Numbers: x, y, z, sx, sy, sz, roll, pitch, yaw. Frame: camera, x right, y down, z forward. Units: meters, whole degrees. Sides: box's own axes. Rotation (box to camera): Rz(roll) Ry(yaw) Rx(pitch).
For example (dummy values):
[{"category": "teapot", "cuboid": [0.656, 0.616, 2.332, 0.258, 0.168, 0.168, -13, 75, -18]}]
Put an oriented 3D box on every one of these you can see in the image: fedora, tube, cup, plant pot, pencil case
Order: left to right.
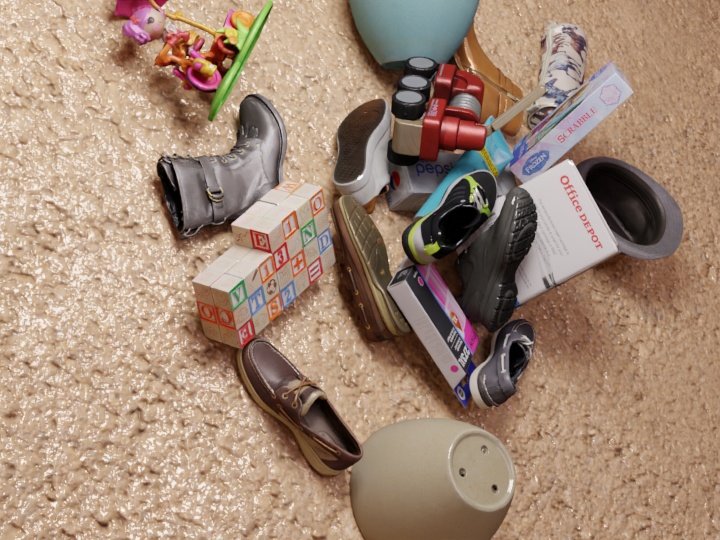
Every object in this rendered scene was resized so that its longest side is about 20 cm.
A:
[{"category": "plant pot", "cuboid": [0.077, -0.365, 1.780, 0.200, 0.200, 0.135, 2, 90, -34]}, {"category": "cup", "cuboid": [0.108, 0.264, 1.499, 0.200, 0.143, 0.201, 15, 60, -28]}, {"category": "tube", "cuboid": [0.147, -0.123, 1.701, 0.200, 0.050, 0.077, -51, 131, -28]}, {"category": "pencil case", "cuboid": [0.319, -0.309, 1.973, 0.089, 0.078, 0.200, 41, 48, -36]}, {"category": "fedora", "cuboid": [0.394, -0.082, 1.903, 0.200, 0.090, 0.177, 25, 54, -14]}]

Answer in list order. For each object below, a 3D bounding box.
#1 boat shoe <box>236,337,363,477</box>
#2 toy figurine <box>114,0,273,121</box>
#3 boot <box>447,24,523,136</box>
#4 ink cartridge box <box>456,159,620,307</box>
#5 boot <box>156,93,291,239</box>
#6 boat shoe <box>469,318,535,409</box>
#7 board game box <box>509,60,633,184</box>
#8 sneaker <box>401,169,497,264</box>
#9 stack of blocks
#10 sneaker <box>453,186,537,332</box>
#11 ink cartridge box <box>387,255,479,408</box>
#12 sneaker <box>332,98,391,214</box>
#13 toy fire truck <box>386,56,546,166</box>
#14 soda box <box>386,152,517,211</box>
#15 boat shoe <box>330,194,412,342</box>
[{"category": "boat shoe", "cuboid": [-0.068, 0.158, 1.477, 0.072, 0.072, 0.200, -35, 89, -40]}, {"category": "toy figurine", "cuboid": [-0.234, -0.305, 1.566, 0.184, 0.150, 0.200, 26, 50, -7]}, {"category": "boot", "cuboid": [0.191, -0.312, 1.886, 0.155, 0.077, 0.200, 19, 60, -24]}, {"category": "ink cartridge box", "cuboid": [0.242, -0.042, 1.703, 0.146, 0.200, 0.084, 64, 13, 8]}, {"category": "boot", "cuboid": [-0.178, -0.138, 1.553, 0.174, 0.069, 0.200, -2, 71, -36]}, {"category": "boat shoe", "cuboid": [0.213, 0.123, 1.671, 0.073, 0.063, 0.200, 61, 34, -12]}, {"category": "board game box", "cuboid": [0.307, -0.219, 1.792, 0.041, 0.199, 0.200, 47, 16, -5]}, {"category": "sneaker", "cuboid": [0.137, -0.068, 1.603, 0.200, 0.083, 0.072, -45, 110, -36]}, {"category": "stack of blocks", "cuboid": [-0.118, -0.011, 1.497, 0.200, 0.059, 0.115, -44, 138, -40]}, {"category": "sneaker", "cuboid": [0.173, -0.020, 1.631, 0.091, 0.200, 0.076, 25, 18, 29]}, {"category": "ink cartridge box", "cuboid": [0.109, 0.076, 1.620, 0.200, 0.037, 0.095, 59, 28, -16]}, {"category": "sneaker", "cuboid": [0.008, -0.156, 1.705, 0.200, 0.073, 0.085, -73, 147, -42]}, {"category": "toy fire truck", "cuboid": [0.148, -0.223, 1.671, 0.200, 0.129, 0.176, 9, 34, 7]}, {"category": "soda box", "cuboid": [0.131, -0.126, 1.762, 0.200, 0.063, 0.068, 0, 68, -34]}, {"category": "boat shoe", "cuboid": [0.000, 0.000, 1.601, 0.072, 0.068, 0.200, -10, 76, -62]}]
